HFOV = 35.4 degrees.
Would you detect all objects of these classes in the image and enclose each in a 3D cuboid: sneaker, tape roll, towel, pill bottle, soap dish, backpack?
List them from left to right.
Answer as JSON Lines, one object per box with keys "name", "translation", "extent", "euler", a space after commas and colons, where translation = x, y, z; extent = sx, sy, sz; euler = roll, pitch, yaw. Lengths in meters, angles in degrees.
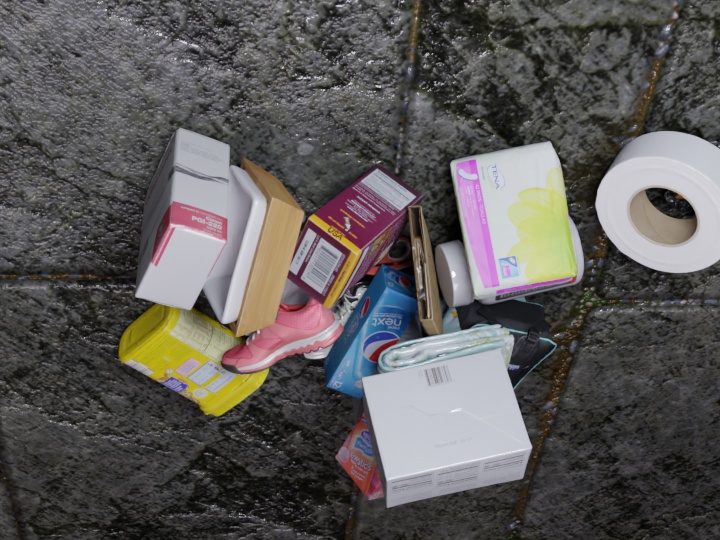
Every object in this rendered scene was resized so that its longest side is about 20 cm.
{"name": "soap dish", "translation": [-0.147, -0.032, 1.530], "extent": [0.081, 0.157, 0.201], "euler": [7, 111, -25]}
{"name": "sneaker", "translation": [-0.129, 0.091, 1.720], "extent": [0.199, 0.074, 0.087], "euler": [-21, 106, 12]}
{"name": "sneaker", "translation": [-0.027, 0.055, 1.758], "extent": [0.200, 0.076, 0.116], "euler": [-26, 133, -1]}
{"name": "towel", "translation": [0.121, 0.154, 1.655], "extent": [0.199, 0.048, 0.171], "euler": [-10, 145, -6]}
{"name": "backpack", "translation": [0.187, 0.121, 1.797], "extent": [0.175, 0.154, 0.200], "euler": [10, 127, -25]}
{"name": "pill bottle", "translation": [0.219, -0.014, 1.676], "extent": [0.199, 0.114, 0.114], "euler": [-12, 136, -8]}
{"name": "tape roll", "translation": [0.441, -0.095, 1.602], "extent": [0.202, 0.071, 0.203], "euler": [21, 137, 21]}

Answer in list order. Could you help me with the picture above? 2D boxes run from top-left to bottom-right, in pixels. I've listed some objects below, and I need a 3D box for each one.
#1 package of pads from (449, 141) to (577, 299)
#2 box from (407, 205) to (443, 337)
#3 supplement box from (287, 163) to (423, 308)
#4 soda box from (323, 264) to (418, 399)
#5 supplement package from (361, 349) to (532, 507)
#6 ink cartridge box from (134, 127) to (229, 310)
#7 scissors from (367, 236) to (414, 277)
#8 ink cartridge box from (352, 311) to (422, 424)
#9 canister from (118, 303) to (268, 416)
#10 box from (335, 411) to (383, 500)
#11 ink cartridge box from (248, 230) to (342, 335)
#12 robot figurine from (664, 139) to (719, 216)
{"name": "package of pads", "translation": [0.217, -0.072, 1.586], "extent": [0.154, 0.201, 0.068], "euler": [-11, 172, 3]}
{"name": "box", "translation": [0.095, 0.011, 1.618], "extent": [0.021, 0.164, 0.200], "euler": [-7, 165, 7]}
{"name": "supplement box", "translation": [-0.009, -0.051, 1.567], "extent": [0.086, 0.200, 0.111], "euler": [37, 129, 9]}
{"name": "soda box", "translation": [0.017, 0.094, 1.704], "extent": [0.064, 0.068, 0.200], "euler": [21, 118, -18]}
{"name": "supplement package", "translation": [0.114, 0.218, 1.562], "extent": [0.199, 0.156, 0.111], "euler": [-11, 149, -6]}
{"name": "ink cartridge box", "translation": [-0.239, -0.070, 1.524], "extent": [0.085, 0.200, 0.146], "euler": [16, 131, -22]}
{"name": "scissors", "translation": [0.000, 0.000, 1.689], "extent": [0.199, 0.014, 0.073], "euler": [-14, 103, -26]}
{"name": "ink cartridge box", "translation": [0.045, 0.190, 1.836], "extent": [0.083, 0.176, 0.200], "euler": [3, 135, -10]}
{"name": "canister", "translation": [-0.267, 0.136, 1.810], "extent": [0.148, 0.087, 0.200], "euler": [-36, 127, 26]}
{"name": "box", "translation": [0.074, 0.278, 1.774], "extent": [0.200, 0.095, 0.103], "euler": [0, 128, -48]}
{"name": "ink cartridge box", "translation": [-0.078, 0.017, 1.745], "extent": [0.173, 0.044, 0.200], "euler": [-5, 141, -39]}
{"name": "robot figurine", "translation": [0.540, -0.139, 1.649], "extent": [0.199, 0.058, 0.145], "euler": [6, 133, -14]}
